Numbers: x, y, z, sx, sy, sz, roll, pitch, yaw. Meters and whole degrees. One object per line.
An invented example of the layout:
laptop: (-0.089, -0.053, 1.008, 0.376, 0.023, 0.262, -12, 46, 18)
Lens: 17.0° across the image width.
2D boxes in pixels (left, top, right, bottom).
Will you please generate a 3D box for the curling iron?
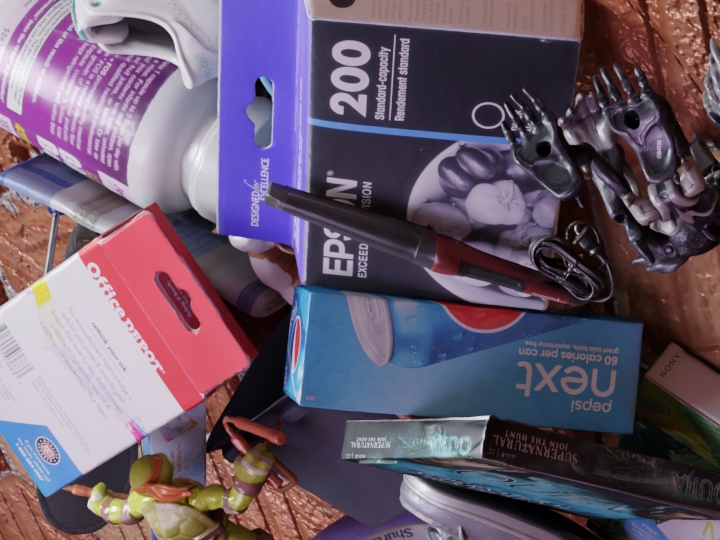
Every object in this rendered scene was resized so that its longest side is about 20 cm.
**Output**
curling iron: (0.045, -0.020, 1.332, 0.200, 0.026, 0.050, 13, 112, 1)

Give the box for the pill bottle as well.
pill bottle: (-0.139, -0.103, 1.518, 0.200, 0.112, 0.112, 29, 148, 23)

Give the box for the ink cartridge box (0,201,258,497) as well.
ink cartridge box: (-0.147, 0.042, 1.469, 0.200, 0.067, 0.116, -32, 94, 36)

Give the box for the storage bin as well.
storage bin: (0.001, 0.097, 1.604, 0.134, 0.146, 0.200, 35, 151, -9)

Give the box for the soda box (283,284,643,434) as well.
soda box: (0.059, 0.052, 1.411, 0.200, 0.068, 0.064, 5, -178, -10)

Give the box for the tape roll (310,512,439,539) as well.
tape roll: (0.040, 0.253, 1.682, 0.200, 0.200, 0.085, 15, 141, 39)

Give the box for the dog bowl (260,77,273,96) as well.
dog bowl: (0.014, -0.093, 1.416, 0.200, 0.050, 0.111, 48, 150, -12)

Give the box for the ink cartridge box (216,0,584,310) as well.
ink cartridge box: (0.016, -0.070, 1.334, 0.200, 0.043, 0.198, 6, 133, 4)

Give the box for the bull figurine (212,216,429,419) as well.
bull figurine: (0.000, 0.000, 1.479, 0.065, 0.121, 0.200, -11, 121, 54)

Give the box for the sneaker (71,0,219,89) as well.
sneaker: (-0.155, -0.177, 1.466, 0.200, 0.089, 0.075, 30, 149, 21)

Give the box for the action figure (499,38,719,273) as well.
action figure: (0.159, -0.061, 1.235, 0.119, 0.102, 0.200, -23, 158, 26)

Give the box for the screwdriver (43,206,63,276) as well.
screwdriver: (-0.212, -0.022, 1.661, 0.028, 0.200, 0.029, 7, 178, -1)

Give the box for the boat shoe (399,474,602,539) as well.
boat shoe: (0.096, 0.178, 1.531, 0.202, 0.065, 0.074, 29, -173, -40)

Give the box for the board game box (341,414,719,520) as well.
board game box: (0.108, 0.118, 1.419, 0.200, 0.028, 0.135, 16, 167, -33)

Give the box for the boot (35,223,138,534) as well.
boot: (-0.194, 0.071, 1.725, 0.174, 0.069, 0.200, -120, 35, -75)

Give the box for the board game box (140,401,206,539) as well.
board game box: (-0.137, 0.055, 1.665, 0.043, 0.200, 0.199, -5, 144, -8)

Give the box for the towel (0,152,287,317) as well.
towel: (-0.116, -0.032, 1.549, 0.200, 0.147, 0.024, 26, 113, 15)

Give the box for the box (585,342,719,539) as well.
box: (0.223, 0.143, 1.491, 0.144, 0.036, 0.200, 34, 148, 15)

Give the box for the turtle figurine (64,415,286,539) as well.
turtle figurine: (-0.096, 0.162, 1.570, 0.200, 0.065, 0.161, -16, 136, 34)
